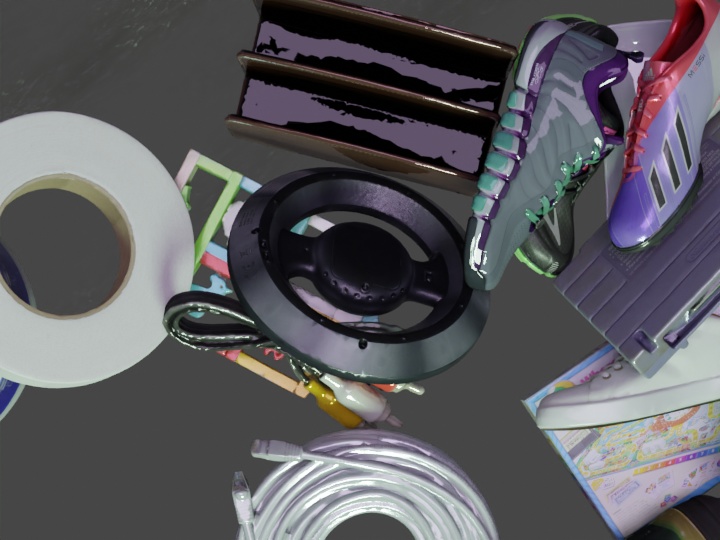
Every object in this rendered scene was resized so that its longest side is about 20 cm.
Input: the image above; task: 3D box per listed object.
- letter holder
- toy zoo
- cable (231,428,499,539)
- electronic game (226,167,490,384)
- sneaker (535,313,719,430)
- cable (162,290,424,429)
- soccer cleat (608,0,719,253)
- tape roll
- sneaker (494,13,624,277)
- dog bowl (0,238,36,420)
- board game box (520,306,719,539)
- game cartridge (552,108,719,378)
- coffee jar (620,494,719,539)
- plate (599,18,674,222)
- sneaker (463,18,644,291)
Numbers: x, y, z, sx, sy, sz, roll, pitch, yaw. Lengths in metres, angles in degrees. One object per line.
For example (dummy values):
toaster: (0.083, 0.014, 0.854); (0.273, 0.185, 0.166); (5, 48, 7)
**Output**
letter holder: (0.006, -0.133, 1.162); (0.199, 0.142, 0.101); (14, 87, 1)
toy zoo: (-0.073, 0.009, 1.215); (0.199, 0.020, 0.132); (28, 88, 2)
cable: (0.004, 0.218, 1.174); (0.199, 0.069, 0.201); (-1, 92, -1)
electronic game: (0.000, 0.000, 1.155); (0.199, 0.042, 0.201); (11, 48, -12)
sneaker: (0.215, 0.064, 1.153); (0.199, 0.073, 0.085); (-13, 84, -11)
cable: (-0.044, 0.060, 1.153); (0.199, 0.097, 0.051); (23, 43, -25)
soccer cleat: (0.216, -0.108, 1.129); (0.073, 0.068, 0.201); (38, 71, -31)
tape roll: (-0.221, -0.015, 1.152); (0.202, 0.037, 0.204); (4, 79, -22)
sneaker: (0.151, -0.095, 1.180); (0.076, 0.084, 0.201); (7, 87, -41)
dog bowl: (-0.350, 0.044, 1.189); (0.199, 0.079, 0.201); (0, 86, 1)
board game box: (0.242, 0.098, 1.199); (0.200, 0.034, 0.135); (-33, 87, -1)
game cartridge: (0.238, -0.030, 1.126); (0.200, 0.130, 0.038); (-47, 120, 6)
coffee jar: (0.193, 0.244, 1.142); (0.199, 0.105, 0.085); (-25, 52, -13)
plate: (0.282, -0.095, 1.191); (0.198, 0.032, 0.201); (-4, 82, 14)
sneaker: (0.135, -0.074, 1.121); (0.087, 0.074, 0.201); (18, 95, 11)
